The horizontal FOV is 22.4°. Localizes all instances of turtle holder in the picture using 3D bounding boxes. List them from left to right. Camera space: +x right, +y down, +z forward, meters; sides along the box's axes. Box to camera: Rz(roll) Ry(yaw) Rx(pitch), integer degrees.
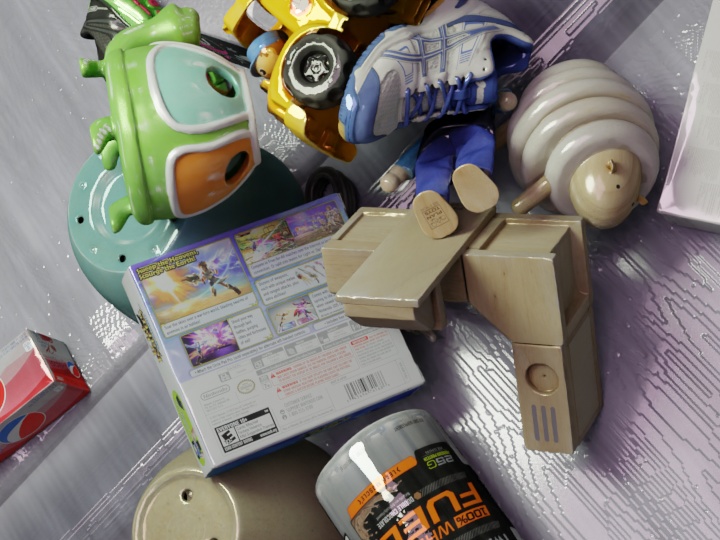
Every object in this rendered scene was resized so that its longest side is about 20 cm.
[{"bbox_3d":[-0.154,-0.124,1.496,0.131,0.142,0.186,-11,28,-4],"label":"turtle holder"}]

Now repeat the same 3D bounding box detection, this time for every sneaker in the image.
[{"bbox_3d":[-0.198,-0.193,1.736,0.200,0.077,0.084,49,116,29],"label":"sneaker"},{"bbox_3d":[0.064,-0.157,1.452,0.088,0.076,0.200,30,51,22],"label":"sneaker"}]

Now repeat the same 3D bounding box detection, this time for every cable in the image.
[{"bbox_3d":[0.000,0.000,1.622,0.097,0.050,0.200,-51,50,24],"label":"cable"}]

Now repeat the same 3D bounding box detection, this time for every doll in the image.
[{"bbox_3d":[0.075,-0.099,1.499,0.136,0.200,0.049,-32,111,20],"label":"doll"}]

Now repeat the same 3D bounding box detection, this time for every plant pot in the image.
[{"bbox_3d":[-0.167,-0.042,1.627,0.199,0.161,0.202,-6,75,22],"label":"plant pot"}]

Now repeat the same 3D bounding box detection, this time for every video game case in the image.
[{"bbox_3d":[-0.073,0.052,1.515,0.199,0.045,0.182,-20,78,-21],"label":"video game case"}]

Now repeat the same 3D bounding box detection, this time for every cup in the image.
[{"bbox_3d":[-0.116,0.226,1.549,0.199,0.143,0.202,-6,75,23],"label":"cup"}]

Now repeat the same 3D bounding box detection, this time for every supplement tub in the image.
[{"bbox_3d":[0.061,0.223,1.482,0.122,0.122,0.200,-41,65,10],"label":"supplement tub"}]

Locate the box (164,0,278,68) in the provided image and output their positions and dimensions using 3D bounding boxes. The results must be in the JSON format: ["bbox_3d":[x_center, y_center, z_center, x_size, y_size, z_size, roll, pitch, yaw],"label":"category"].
[{"bbox_3d":[-0.057,-0.243,1.651,0.199,0.115,0.133,22,87,26],"label":"box"}]

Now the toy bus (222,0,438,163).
[{"bbox_3d":[-0.046,-0.216,1.508,0.191,0.136,0.201,26,90,21],"label":"toy bus"}]

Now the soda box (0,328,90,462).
[{"bbox_3d":[-0.357,0.143,1.717,0.200,0.070,0.064,-38,66,11],"label":"soda box"}]

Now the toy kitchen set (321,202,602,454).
[{"bbox_3d":[0.068,0.062,1.454,0.199,0.163,0.181,4,118,26],"label":"toy kitchen set"}]

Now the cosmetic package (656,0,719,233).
[{"bbox_3d":[0.312,-0.130,1.495,0.082,0.051,0.201,13,83,28],"label":"cosmetic package"}]

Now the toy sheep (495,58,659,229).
[{"bbox_3d":[0.180,-0.107,1.509,0.138,0.138,0.201,-32,44,14],"label":"toy sheep"}]
